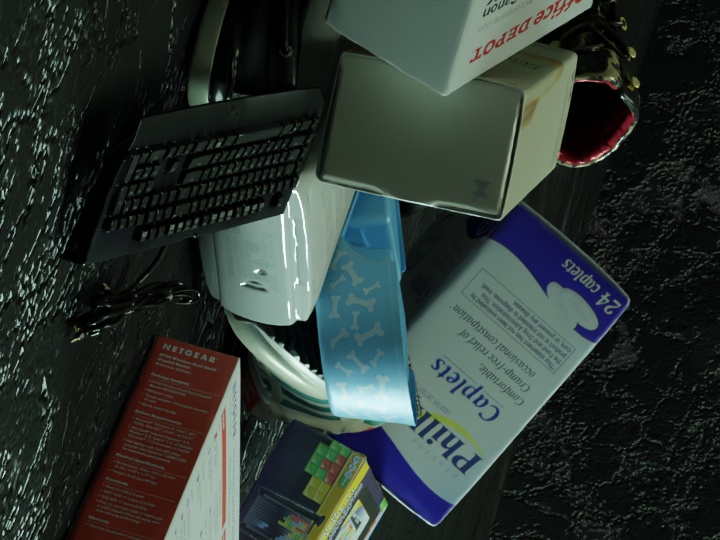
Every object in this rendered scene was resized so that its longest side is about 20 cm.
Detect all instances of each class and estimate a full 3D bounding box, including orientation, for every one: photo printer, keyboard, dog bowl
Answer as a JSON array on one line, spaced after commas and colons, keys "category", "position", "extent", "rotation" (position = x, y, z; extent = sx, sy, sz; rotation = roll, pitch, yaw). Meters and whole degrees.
[{"category": "photo printer", "position": [-0.031, -0.093, 1.597], "extent": [0.167, 0.069, 0.200], "rotation": [88, 19, -61]}, {"category": "keyboard", "position": [-0.083, -0.025, 1.392], "extent": [0.200, 0.021, 0.127], "rotation": [-17, 137, -62]}, {"category": "dog bowl", "position": [0.000, 0.000, 1.688], "extent": [0.112, 0.049, 0.200], "rotation": [79, 6, -53]}]

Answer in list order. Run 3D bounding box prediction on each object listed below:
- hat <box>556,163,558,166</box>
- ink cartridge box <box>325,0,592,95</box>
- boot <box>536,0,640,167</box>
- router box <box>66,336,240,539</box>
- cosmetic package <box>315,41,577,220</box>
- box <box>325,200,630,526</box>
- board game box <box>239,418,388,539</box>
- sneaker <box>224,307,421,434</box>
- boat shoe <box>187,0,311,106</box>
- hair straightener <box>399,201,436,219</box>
[{"category": "hat", "position": [0.045, -0.150, 1.840], "extent": [0.166, 0.200, 0.176], "rotation": [-40, 166, 19]}, {"category": "ink cartridge box", "position": [0.074, -0.206, 1.439], "extent": [0.147, 0.083, 0.200], "rotation": [-34, 149, -45]}, {"category": "boot", "position": [0.140, -0.170, 1.724], "extent": [0.200, 0.073, 0.151], "rotation": [107, -12, -58]}, {"category": "router box", "position": [-0.116, 0.167, 1.568], "extent": [0.200, 0.049, 0.180], "rotation": [94, 14, -51]}, {"category": "cosmetic package", "position": [0.050, -0.085, 1.561], "extent": [0.200, 0.105, 0.071], "rotation": [-44, 145, -76]}, {"category": "box", "position": [0.065, 0.047, 1.939], "extent": [0.200, 0.105, 0.184], "rotation": [-49, -171, 3]}, {"category": "board game box", "position": [-0.061, 0.205, 1.822], "extent": [0.200, 0.057, 0.165], "rotation": [-59, 167, -11]}, {"category": "sneaker", "position": [-0.044, 0.061, 1.763], "extent": [0.200, 0.093, 0.071], "rotation": [31, 42, -56]}, {"category": "boat shoe", "position": [-0.029, -0.166, 1.498], "extent": [0.075, 0.066, 0.200], "rotation": [90, 17, -61]}, {"category": "hair straightener", "position": [0.007, -0.047, 1.838], "extent": [0.200, 0.077, 0.041], "rotation": [-15, -86, 65]}]
